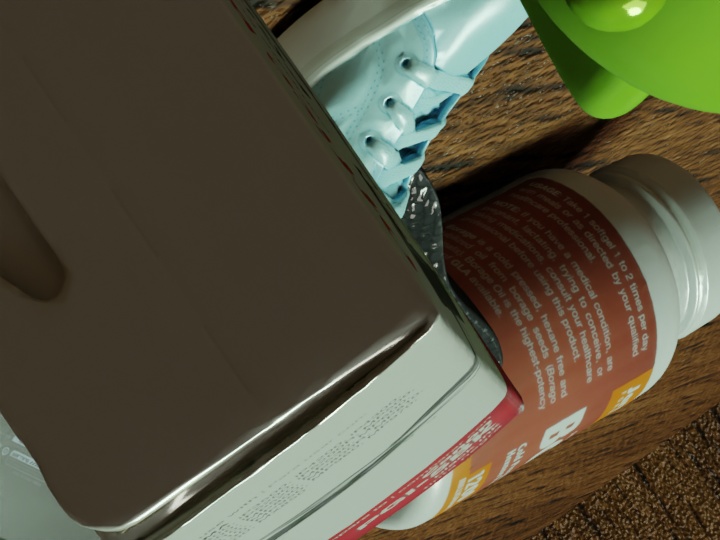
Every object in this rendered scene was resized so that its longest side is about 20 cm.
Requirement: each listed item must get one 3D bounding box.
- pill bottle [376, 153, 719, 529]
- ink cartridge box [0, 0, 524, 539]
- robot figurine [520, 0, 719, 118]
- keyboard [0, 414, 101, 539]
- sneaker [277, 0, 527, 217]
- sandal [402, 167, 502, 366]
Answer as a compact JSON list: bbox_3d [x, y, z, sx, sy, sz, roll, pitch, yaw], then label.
[{"bbox_3d":[0.066,0.023,1.148,0.200,0.112,0.112,-27,167,-32],"label":"pill bottle"},{"bbox_3d":[-0.040,-0.011,0.605,0.083,0.147,0.200,-35,170,2],"label":"ink cartridge box"},{"bbox_3d":[0.110,-0.118,0.663,0.175,0.116,0.200,-12,158,-32],"label":"robot figurine"},{"bbox_3d":[-0.111,0.059,0.754,0.127,0.021,0.200,-56,139,0],"label":"keyboard"},{"bbox_3d":[-0.007,-0.026,0.808,0.200,0.082,0.074,-39,169,24],"label":"sneaker"},{"bbox_3d":[0.000,0.000,0.974,0.075,0.045,0.200,-31,148,0],"label":"sandal"}]
